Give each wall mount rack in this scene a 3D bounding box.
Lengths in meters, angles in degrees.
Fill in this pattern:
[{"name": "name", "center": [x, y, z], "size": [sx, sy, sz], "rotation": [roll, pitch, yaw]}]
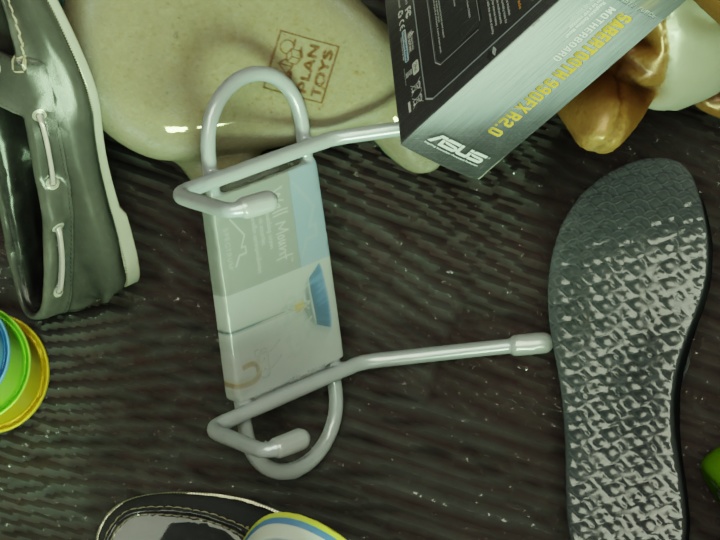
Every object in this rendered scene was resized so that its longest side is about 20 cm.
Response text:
[{"name": "wall mount rack", "center": [0.000, 0.000, 1.034], "size": [0.173, 0.074, 0.201], "rotation": [-22, 114, -37]}]

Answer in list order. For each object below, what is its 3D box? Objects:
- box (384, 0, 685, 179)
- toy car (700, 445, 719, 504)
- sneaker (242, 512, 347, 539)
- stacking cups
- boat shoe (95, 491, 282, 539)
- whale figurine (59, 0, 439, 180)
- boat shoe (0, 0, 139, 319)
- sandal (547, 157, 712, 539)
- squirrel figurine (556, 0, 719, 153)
[{"name": "box", "center": [0.074, -0.166, 0.998], "size": [0.048, 0.158, 0.201], "rotation": [21, 45, -32]}, {"name": "toy car", "center": [0.256, 0.081, 0.963], "size": [0.164, 0.200, 0.158], "rotation": [-38, 80, -3]}, {"name": "sneaker", "center": [-0.063, 0.195, 0.984], "size": [0.074, 0.082, 0.200], "rotation": [25, 127, 0]}, {"name": "stacking cups", "center": [-0.187, 0.039, 0.998], "size": [0.060, 0.200, 0.061], "rotation": [0, 83, 3]}, {"name": "boat shoe", "center": [-0.033, 0.153, 1.040], "size": [0.199, 0.063, 0.073], "rotation": [22, 83, 7]}, {"name": "whale figurine", "center": [-0.047, -0.110, 1.077], "size": [0.199, 0.104, 0.160], "rotation": [13, 101, -16]}, {"name": "boat shoe", "center": [-0.153, -0.062, 1.027], "size": [0.057, 0.201, 0.067], "rotation": [-29, 38, -21]}, {"name": "sandal", "center": [0.126, 0.046, 1.061], "size": [0.076, 0.043, 0.201], "rotation": [4, 83, 15]}, {"name": "squirrel figurine", "center": [0.157, -0.179, 1.017], "size": [0.141, 0.187, 0.200], "rotation": [0, 48, -35]}]
